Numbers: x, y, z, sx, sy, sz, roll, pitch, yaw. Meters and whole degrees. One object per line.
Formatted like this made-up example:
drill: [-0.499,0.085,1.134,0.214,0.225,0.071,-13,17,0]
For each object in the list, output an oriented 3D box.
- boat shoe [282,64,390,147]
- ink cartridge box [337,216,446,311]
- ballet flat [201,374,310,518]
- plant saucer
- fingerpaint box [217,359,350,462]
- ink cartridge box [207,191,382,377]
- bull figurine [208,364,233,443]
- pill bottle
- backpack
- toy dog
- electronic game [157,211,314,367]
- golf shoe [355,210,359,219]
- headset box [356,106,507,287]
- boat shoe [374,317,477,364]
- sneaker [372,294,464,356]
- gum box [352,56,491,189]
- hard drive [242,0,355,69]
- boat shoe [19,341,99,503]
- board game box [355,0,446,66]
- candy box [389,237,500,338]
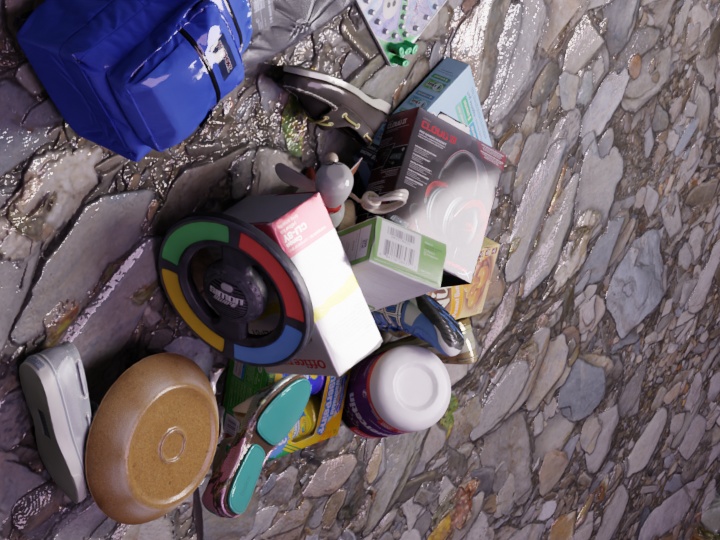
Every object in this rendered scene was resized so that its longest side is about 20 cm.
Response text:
boat shoe: [-0.031,-0.193,1.619,0.201,0.072,0.061,15,96,-58]
ink cartridge box: [0.000,0.000,1.632,0.104,0.200,0.059,22,66,-29]
ballet flat: [-0.134,0.203,1.645,0.069,0.071,0.200,53,57,-43]
plant saucer: [-0.222,0.194,1.543,0.200,0.035,0.201,-20,116,-48]
fingerpaint box: [-0.089,0.134,1.760,0.167,0.073,0.201,-14,123,-48]
ink cartridge box: [-0.079,0.018,1.570,0.083,0.145,0.200,-37,112,-35]
bull figurine: [-0.217,0.174,1.629,0.200,0.065,0.122,-18,120,-53]
pill bottle: [0.034,0.167,1.835,0.112,0.200,0.113,5,77,-21]
backpack: [-0.191,-0.220,1.311,0.200,0.168,0.163,-52,151,-23]
toy dog: [-0.042,-0.099,1.610,0.132,0.200,0.097,1,72,-32]
electronic game: [-0.139,0.023,1.511,0.042,0.200,0.200,-47,145,-44]
golf shoe: [0.031,-0.025,1.754,0.199,0.095,0.078,-9,134,-23]
headset box: [0.088,-0.099,1.706,0.148,0.075,0.200,26,72,-28]
boat shoe: [0.090,0.115,1.890,0.073,0.200,0.063,-16,85,-38]
sneaker: [0.059,0.057,1.800,0.077,0.200,0.076,-51,144,4]
gum box: [0.088,-0.156,1.825,0.200,0.044,0.170,-49,143,-21]
hard drive: [-0.086,-0.313,1.492,0.200,0.042,0.135,-38,139,-32]
boat shoe: [-0.313,0.166,1.490,0.071,0.070,0.201,-32,133,-33]
board game box: [0.070,-0.378,1.669,0.200,0.026,0.200,-53,145,-14]
candy box: [0.110,0.018,1.961,0.200,0.055,0.116,-14,124,-48]
